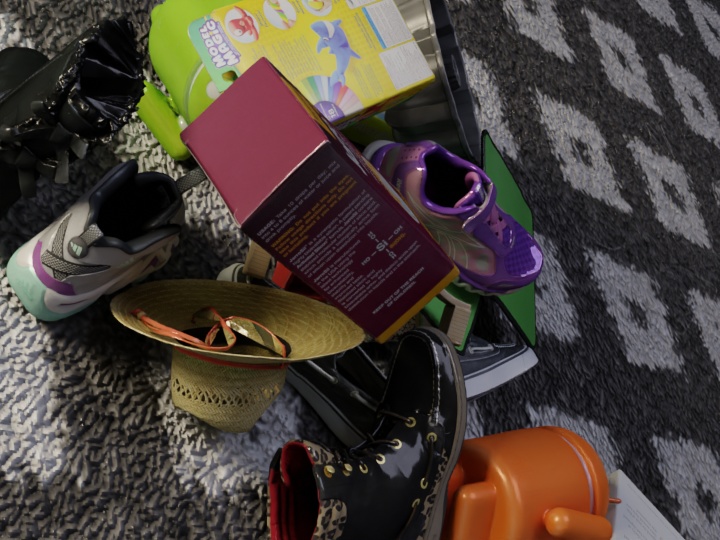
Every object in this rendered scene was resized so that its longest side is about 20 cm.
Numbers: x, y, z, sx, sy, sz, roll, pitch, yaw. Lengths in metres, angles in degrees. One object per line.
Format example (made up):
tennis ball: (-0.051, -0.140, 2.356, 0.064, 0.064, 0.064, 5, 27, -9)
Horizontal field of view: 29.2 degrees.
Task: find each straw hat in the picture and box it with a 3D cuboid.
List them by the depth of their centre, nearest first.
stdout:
straw hat: (-0.098, 0.073, 1.030, 0.200, 0.199, 0.086, -10, 112, -56)

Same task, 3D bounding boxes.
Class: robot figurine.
robot figurine: (-0.110, -0.173, 1.179, 0.116, 0.175, 0.201, 48, 5, -47)
robot figurine: (0.138, 0.199, 1.202, 0.198, 0.143, 0.118, -4, 71, -41)

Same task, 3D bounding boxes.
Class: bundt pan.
bundt pan: (0.060, -0.186, 1.354, 0.202, 0.075, 0.205, -14, 90, -79)

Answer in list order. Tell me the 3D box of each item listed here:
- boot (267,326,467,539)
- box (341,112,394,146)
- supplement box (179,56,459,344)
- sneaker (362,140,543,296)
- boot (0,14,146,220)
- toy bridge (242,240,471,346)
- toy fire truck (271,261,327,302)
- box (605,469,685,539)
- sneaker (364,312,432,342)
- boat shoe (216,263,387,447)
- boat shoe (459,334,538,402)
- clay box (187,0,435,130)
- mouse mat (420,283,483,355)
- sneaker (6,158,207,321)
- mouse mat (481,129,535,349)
boot: (0.005, 0.142, 1.076, 0.149, 0.073, 0.203, 7, 95, -46)
box: (0.017, -0.184, 1.457, 0.199, 0.047, 0.123, 20, 48, -43)
supplement box: (-0.026, -0.047, 1.000, 0.200, 0.086, 0.111, 41, 10, -49)
sneaker: (0.091, -0.048, 1.193, 0.199, 0.088, 0.081, 35, 60, -25)
boot: (-0.217, -0.125, 0.978, 0.073, 0.162, 0.200, 40, 36, -26)
toy bridge: (0.000, 0.000, 1.134, 0.198, 0.027, 0.068, 20, 84, -14)
toy fire truck: (-0.038, -0.091, 1.205, 0.048, 0.202, 0.141, 9, 24, -26)
box: (0.233, 0.315, 1.255, 0.152, 0.106, 0.201, 46, 33, -17)
sneaker: (0.007, -0.011, 1.274, 0.087, 0.077, 0.201, -7, 50, -24)
boat shoe: (-0.036, 0.062, 1.153, 0.200, 0.063, 0.071, 46, 34, -17)
boat shoe: (0.099, 0.089, 1.313, 0.199, 0.071, 0.068, -16, 77, -50)
clay box: (-0.044, -0.163, 1.087, 0.199, 0.047, 0.116, -27, 87, -37)
mouse mat: (0.057, -0.023, 1.247, 0.161, 0.007, 0.200, 50, 26, -10)
sneaker: (-0.155, -0.043, 1.010, 0.078, 0.139, 0.200, 51, 33, -7)
mouse mat: (0.147, -0.026, 1.363, 0.200, 0.007, 0.163, 46, 41, -59)
